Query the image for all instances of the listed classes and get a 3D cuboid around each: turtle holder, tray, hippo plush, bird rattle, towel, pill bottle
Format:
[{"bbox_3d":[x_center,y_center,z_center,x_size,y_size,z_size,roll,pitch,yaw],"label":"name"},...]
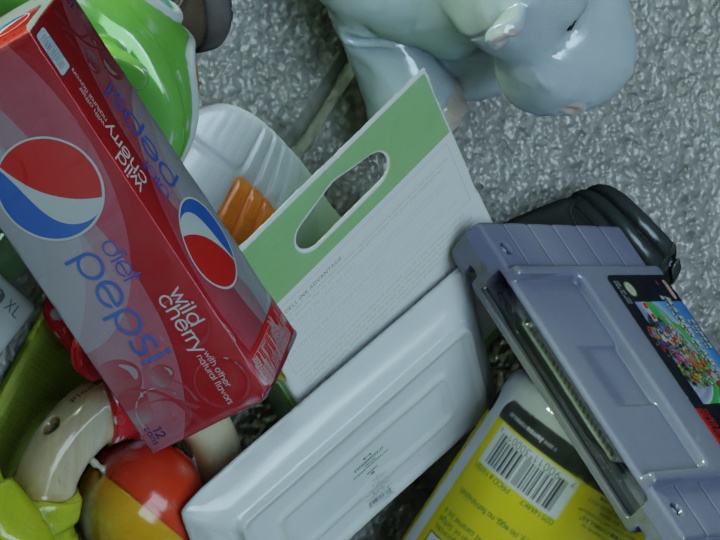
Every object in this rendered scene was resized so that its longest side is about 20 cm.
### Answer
[{"bbox_3d":[-0.165,-0.093,1.338,0.184,0.132,0.142,-1,116,12],"label":"turtle holder"},{"bbox_3d":[-0.002,0.095,1.425,0.200,0.022,0.108,-40,142,-21],"label":"tray"},{"bbox_3d":[0.066,-0.158,1.427,0.200,0.160,0.160,53,56,-35],"label":"hippo plush"},{"bbox_3d":[-0.123,0.095,1.380,0.163,0.112,0.201,47,65,-40],"label":"bird rattle"},{"bbox_3d":[-0.159,0.102,1.407,0.086,0.018,0.201,34,74,-26],"label":"towel"},{"bbox_3d":[0.073,0.162,1.457,0.114,0.114,0.200,31,97,-26],"label":"pill bottle"}]

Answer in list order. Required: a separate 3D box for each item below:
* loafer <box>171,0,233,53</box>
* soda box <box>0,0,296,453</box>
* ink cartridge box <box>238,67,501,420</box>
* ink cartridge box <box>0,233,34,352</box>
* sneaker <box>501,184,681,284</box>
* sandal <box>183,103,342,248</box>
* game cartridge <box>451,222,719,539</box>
[{"bbox_3d":[-0.124,-0.196,1.391,0.071,0.073,0.201,-25,102,-27],"label":"loafer"},{"bbox_3d":[-0.112,-0.022,1.252,0.200,0.070,0.063,57,21,-17],"label":"soda box"},{"bbox_3d":[0.000,0.000,1.414,0.146,0.048,0.200,-45,139,-15],"label":"ink cartridge box"},{"bbox_3d":[-0.229,0.019,1.343,0.104,0.059,0.200,45,70,-20],"label":"ink cartridge box"},{"bbox_3d":[0.150,0.042,1.547,0.099,0.071,0.201,-33,102,-19],"label":"sneaker"},{"bbox_3d":[-0.050,-0.015,1.449,0.079,0.059,0.207,-53,135,-9],"label":"sandal"},{"bbox_3d":[0.141,0.058,1.417,0.129,0.038,0.200,-4,53,-45],"label":"game cartridge"}]
